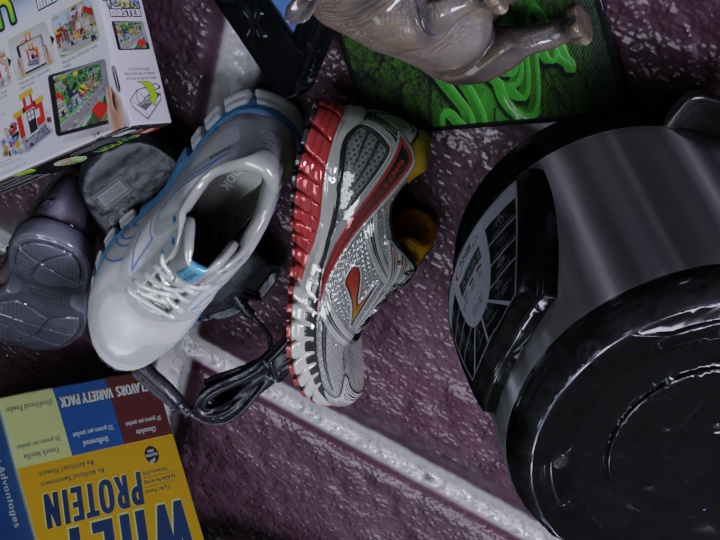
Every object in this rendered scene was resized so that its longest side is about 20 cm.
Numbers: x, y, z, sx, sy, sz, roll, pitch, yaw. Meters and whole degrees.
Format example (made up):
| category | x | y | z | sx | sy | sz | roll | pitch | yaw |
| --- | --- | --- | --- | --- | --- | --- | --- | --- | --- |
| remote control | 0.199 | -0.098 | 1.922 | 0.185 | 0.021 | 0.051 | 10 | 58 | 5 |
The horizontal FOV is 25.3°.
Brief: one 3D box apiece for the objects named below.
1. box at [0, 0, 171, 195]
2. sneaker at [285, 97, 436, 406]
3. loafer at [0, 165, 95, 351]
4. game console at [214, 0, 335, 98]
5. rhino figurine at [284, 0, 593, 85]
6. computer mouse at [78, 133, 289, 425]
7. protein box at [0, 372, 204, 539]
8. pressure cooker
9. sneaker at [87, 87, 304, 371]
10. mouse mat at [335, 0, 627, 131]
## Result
| category | x | y | z | sx | sy | sz | roll | pitch | yaw |
| --- | --- | --- | --- | --- | --- | --- | --- | --- | --- |
| box | -0.202 | -0.111 | 0.954 | 0.199 | 0.035 | 0.111 | -16 | 87 | 39 |
| sneaker | 0.000 | 0.000 | 0.918 | 0.081 | 0.078 | 0.202 | 7 | 128 | 2 |
| loafer | -0.206 | -0.003 | 1.068 | 0.071 | 0.064 | 0.200 | 20 | 153 | -11 |
| game console | -0.084 | -0.199 | 0.774 | 0.177 | 0.116 | 0.201 | 56 | 144 | 24 |
| rhino figurine | 0.025 | -0.130 | 0.741 | 0.087 | 0.199 | 0.060 | -18 | 74 | 32 |
| computer mouse | -0.113 | 0.005 | 1.007 | 0.140 | 0.046 | 0.200 | -38 | 110 | 22 |
| protein box | -0.224 | 0.201 | 1.129 | 0.199 | 0.134 | 0.200 | -27 | 77 | 43 |
| pressure cooker | 0.134 | 0.022 | 0.782 | 0.174 | 0.201 | 0.179 | -22 | 128 | 7 |
| sneaker | -0.103 | -0.010 | 0.923 | 0.075 | 0.087 | 0.201 | 28 | 117 | -14 |
| mouse mat | 0.042 | -0.160 | 0.820 | 0.160 | 0.008 | 0.201 | -1 | 125 | 32 |
